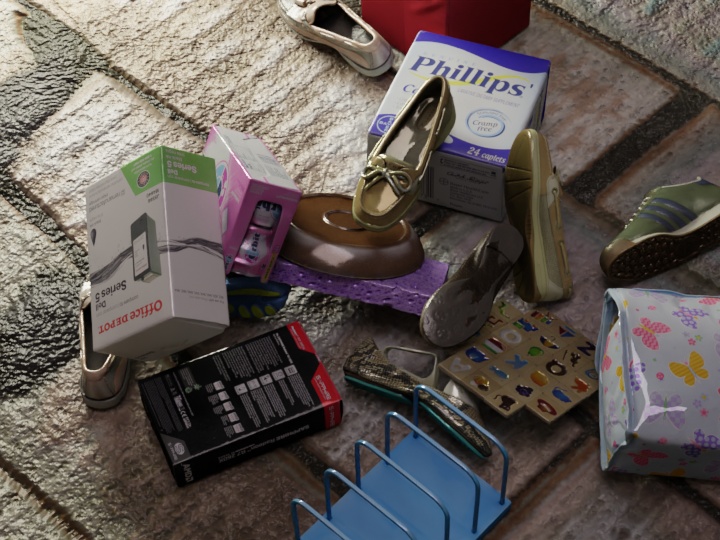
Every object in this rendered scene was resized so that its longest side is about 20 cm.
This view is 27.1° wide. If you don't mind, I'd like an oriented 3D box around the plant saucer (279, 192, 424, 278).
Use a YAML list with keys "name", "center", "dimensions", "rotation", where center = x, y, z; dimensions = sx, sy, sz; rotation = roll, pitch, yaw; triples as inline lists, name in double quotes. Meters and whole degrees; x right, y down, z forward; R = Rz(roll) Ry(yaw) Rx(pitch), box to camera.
- name: "plant saucer"
  center: [-0.019, -0.047, 1.762]
  dimensions: [0.199, 0.032, 0.200]
  rotation: [10, 24, -5]

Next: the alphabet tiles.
- name: "alphabet tiles"
  center: [0.182, 0.098, 1.666]
  dimensions: [0.166, 0.006, 0.200]
  rotation: [36, 39, 26]

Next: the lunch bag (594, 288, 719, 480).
- name: "lunch bag"
  center: [0.345, 0.116, 1.607]
  dimensions: [0.168, 0.127, 0.201]
  rotation: [5, 60, -6]

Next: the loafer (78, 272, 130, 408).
- name: "loafer"
  center: [-0.293, 0.061, 1.719]
  dimensions: [0.071, 0.063, 0.201]
  rotation: [-4, 51, -1]

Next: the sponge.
- name: "sponge"
  center: [0.000, 0.000, 1.740]
  dimensions: [0.199, 0.030, 0.112]
  rotation: [13, 25, 5]

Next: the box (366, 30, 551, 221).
- name: "box"
  center: [0.124, -0.185, 1.880]
  dimensions: [0.183, 0.105, 0.201]
  rotation: [15, 52, 13]

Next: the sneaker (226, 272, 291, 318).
- name: "sneaker"
  center: [-0.178, 0.010, 1.765]
  dimensions: [0.198, 0.071, 0.083]
  rotation: [6, 32, 8]

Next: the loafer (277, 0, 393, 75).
- name: "loafer"
  center: [-0.037, -0.338, 2.018]
  dimensions: [0.200, 0.063, 0.072]
  rotation: [37, 78, 26]

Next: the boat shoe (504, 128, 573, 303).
- name: "boat shoe"
  center: [0.213, -0.065, 1.748]
  dimensions: [0.063, 0.073, 0.202]
  rotation: [-5, 91, -21]

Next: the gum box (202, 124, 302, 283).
- name: "gum box"
  center: [-0.137, -0.077, 1.717]
  dimensions: [0.066, 0.114, 0.200]
  rotation: [13, 18, -24]

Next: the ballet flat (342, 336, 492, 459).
- name: "ballet flat"
  center: [0.073, 0.129, 1.645]
  dimensions: [0.199, 0.068, 0.076]
  rotation: [28, 81, 25]

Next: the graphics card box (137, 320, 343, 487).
- name: "graphics card box"
  center: [-0.133, 0.145, 1.655]
  dimensions: [0.199, 0.051, 0.126]
  rotation: [-20, 54, -15]

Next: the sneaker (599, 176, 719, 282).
- name: "sneaker"
  center: [0.359, -0.055, 1.799]
  dimensions: [0.199, 0.067, 0.090]
  rotation: [-22, 46, -16]

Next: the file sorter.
- name: "file sorter"
  center: [0.043, 0.237, 1.530]
  dimensions: [0.139, 0.123, 0.200]
  rotation: [36, 60, 26]

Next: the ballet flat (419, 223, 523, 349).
- name: "ballet flat"
  center: [0.123, 0.021, 1.691]
  dimensions: [0.067, 0.046, 0.200]
  rotation: [41, 53, -6]

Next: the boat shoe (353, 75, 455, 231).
- name: "boat shoe"
  center: [0.050, -0.137, 1.739]
  dimensions: [0.073, 0.063, 0.201]
  rotation: [26, 67, 18]

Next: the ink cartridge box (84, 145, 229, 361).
- name: "ink cartridge box"
  center: [-0.228, -0.016, 1.657]
  dimensions: [0.084, 0.145, 0.201]
  rotation: [12, 64, -44]

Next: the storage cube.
- name: "storage cube"
  center: [0.114, -0.392, 2.001]
  dimensions: [0.200, 0.180, 0.171]
  rotation: [-38, 59, -25]
